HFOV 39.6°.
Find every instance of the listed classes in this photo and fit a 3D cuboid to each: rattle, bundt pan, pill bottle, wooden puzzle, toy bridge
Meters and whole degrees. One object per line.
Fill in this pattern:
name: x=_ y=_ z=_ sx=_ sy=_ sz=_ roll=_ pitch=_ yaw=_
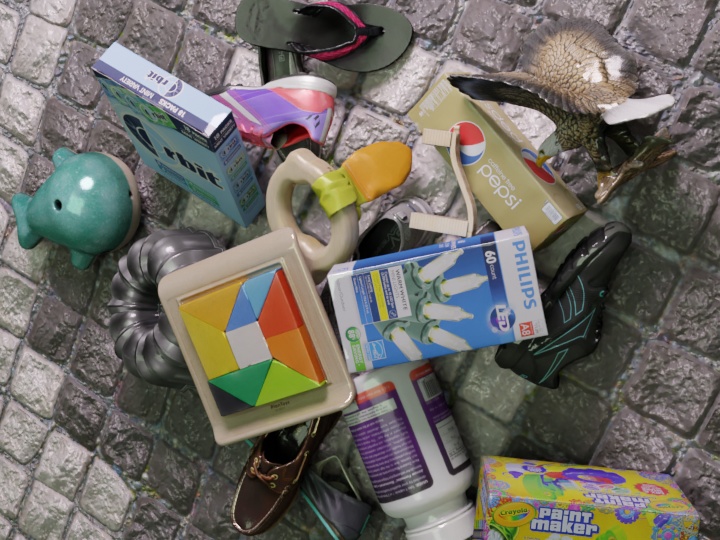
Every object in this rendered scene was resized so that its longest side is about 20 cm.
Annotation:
rattle: x=-0.039 y=-0.049 z=1.115 sx=0.129 sy=0.143 sz=0.201 roll=26 pitch=130 yaw=14
bundt pan: x=-0.237 y=0.045 z=1.200 sx=0.201 sy=0.075 sz=0.204 roll=-5 pitch=83 yaw=44
pill bottle: x=0.058 y=0.200 z=1.095 sx=0.111 sy=0.111 sz=0.201 roll=-25 pitch=84 yaw=25
wooden puzzle: x=-0.118 y=0.075 z=1.076 sx=0.184 sy=0.037 sz=0.202 roll=-20 pitch=90 yaw=24
toy bridge: x=0.085 y=-0.048 z=1.023 sx=0.067 sy=0.027 sz=0.202 roll=10 pitch=97 yaw=19

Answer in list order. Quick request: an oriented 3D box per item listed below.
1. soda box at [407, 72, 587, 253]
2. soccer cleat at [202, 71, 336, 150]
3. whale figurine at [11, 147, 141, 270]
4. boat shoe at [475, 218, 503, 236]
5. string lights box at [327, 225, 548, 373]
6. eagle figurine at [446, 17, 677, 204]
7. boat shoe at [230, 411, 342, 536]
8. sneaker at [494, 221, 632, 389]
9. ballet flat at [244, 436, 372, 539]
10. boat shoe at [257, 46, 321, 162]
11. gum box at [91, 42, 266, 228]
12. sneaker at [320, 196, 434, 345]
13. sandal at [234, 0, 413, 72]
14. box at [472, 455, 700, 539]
soda box: x=0.143 y=-0.114 z=1.046 sx=0.064 sy=0.068 sz=0.200 roll=-44 pitch=77 yaw=30
soccer cleat: x=-0.115 y=-0.166 z=1.105 sx=0.199 sy=0.068 sz=0.074 roll=-3 pitch=77 yaw=33
whale figurine: x=-0.378 y=-0.078 z=1.274 sx=0.198 sy=0.104 sz=0.161 roll=-8 pitch=92 yaw=25
boat shoe: x=0.075 y=0.013 z=1.082 sx=0.201 sy=0.072 sz=0.061 roll=-46 pitch=77 yaw=11
string lights box: x=0.076 y=0.028 z=0.988 sx=0.198 sy=0.059 sz=0.104 roll=-12 pitch=99 yaw=8
eagle figurine: x=0.200 y=-0.162 z=0.969 sx=0.151 sy=0.152 sz=0.201 roll=-40 pitch=78 yaw=15
boat shoe: x=-0.092 y=0.210 z=1.124 sx=0.070 sy=0.070 sz=0.201 roll=30 pitch=94 yaw=19
sneaker: x=0.223 y=0.038 z=1.035 sx=0.079 sy=0.075 sz=0.201 roll=36 pitch=116 yaw=3
ballet flat: x=-0.060 y=0.234 z=1.184 sx=0.200 sy=0.073 sz=0.073 roll=43 pitch=110 yaw=22
boat shoe: x=-0.090 y=-0.210 z=1.153 sx=0.066 sy=0.057 sz=0.202 roll=-7 pitch=92 yaw=25
gum box: x=-0.201 y=-0.149 z=1.140 sx=0.169 sy=0.200 sz=0.045 roll=32 pitch=72 yaw=19
sneaker: x=0.000 y=0.000 z=1.118 sx=0.075 sy=0.082 sz=0.201 roll=38 pitch=109 yaw=17
sandal: x=-0.041 y=-0.263 z=1.099 sx=0.198 sy=0.045 sz=0.076 roll=7 pitch=96 yaw=-1
box: x=0.212 y=0.303 z=0.994 sx=0.198 sy=0.122 sz=0.194 roll=6 pitch=98 yaw=3
